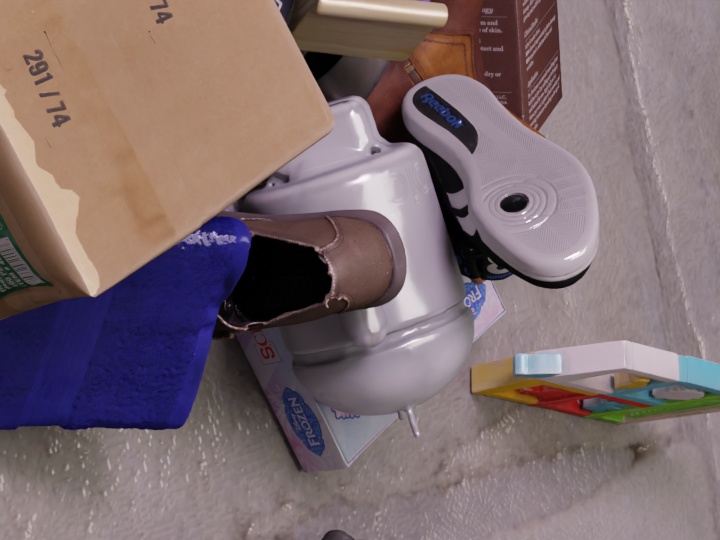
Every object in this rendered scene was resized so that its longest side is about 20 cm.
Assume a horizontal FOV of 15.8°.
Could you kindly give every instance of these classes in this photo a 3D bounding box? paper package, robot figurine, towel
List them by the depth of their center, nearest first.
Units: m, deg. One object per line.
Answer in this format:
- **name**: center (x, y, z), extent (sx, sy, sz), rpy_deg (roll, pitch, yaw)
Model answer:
- **paper package**: center (-0.141, -0.106, 1.258), extent (0.191, 0.103, 0.200), rpy_deg (-37, 105, -35)
- **towel**: center (-0.169, 0.021, 1.365), extent (0.199, 0.148, 0.050), rpy_deg (2, 40, -26)
- **robot figurine**: center (0.000, 0.000, 1.540), extent (0.170, 0.113, 0.201), rpy_deg (-59, 132, -79)

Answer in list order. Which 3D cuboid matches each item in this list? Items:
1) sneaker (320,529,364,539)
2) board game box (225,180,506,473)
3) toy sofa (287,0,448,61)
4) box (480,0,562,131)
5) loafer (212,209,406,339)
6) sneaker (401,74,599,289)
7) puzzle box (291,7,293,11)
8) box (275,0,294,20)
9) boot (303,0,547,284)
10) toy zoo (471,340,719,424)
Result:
- **sneaker**: center (-0.050, 0.193, 1.552), extent (0.201, 0.076, 0.116), rpy_deg (49, 40, -40)
- **board game box**: center (-0.010, -0.008, 1.647), extent (0.200, 0.041, 0.200), rpy_deg (-41, 111, -44)
- **toy sofa**: center (0.001, -0.231, 1.526), extent (0.083, 0.098, 0.201), rpy_deg (5, 65, -22)
- **box**: center (0.084, -0.190, 1.707), extent (0.100, 0.075, 0.201), rpy_deg (-52, 142, -60)
- **loafer**: center (-0.074, 0.001, 1.453), extent (0.071, 0.200, 0.073), rpy_deg (-15, 93, -60)
- **sneaker**: center (0.092, -0.025, 1.545), extent (0.073, 0.200, 0.112), rpy_deg (-21, 130, -11)
- **puzzle box**: center (-0.060, -0.236, 1.652), extent (0.200, 0.025, 0.133), rpy_deg (11, 74, -47)
- **box**: center (-0.158, -0.123, 1.422), extent (0.200, 0.123, 0.199), rpy_deg (45, 56, -45)
- **boot**: center (0.083, -0.115, 1.640), extent (0.188, 0.068, 0.200), rpy_deg (-50, 120, -7)
- **toy zoo**: center (0.168, 0.075, 1.762), extent (0.200, 0.131, 0.021), rpy_deg (14, 71, -45)
